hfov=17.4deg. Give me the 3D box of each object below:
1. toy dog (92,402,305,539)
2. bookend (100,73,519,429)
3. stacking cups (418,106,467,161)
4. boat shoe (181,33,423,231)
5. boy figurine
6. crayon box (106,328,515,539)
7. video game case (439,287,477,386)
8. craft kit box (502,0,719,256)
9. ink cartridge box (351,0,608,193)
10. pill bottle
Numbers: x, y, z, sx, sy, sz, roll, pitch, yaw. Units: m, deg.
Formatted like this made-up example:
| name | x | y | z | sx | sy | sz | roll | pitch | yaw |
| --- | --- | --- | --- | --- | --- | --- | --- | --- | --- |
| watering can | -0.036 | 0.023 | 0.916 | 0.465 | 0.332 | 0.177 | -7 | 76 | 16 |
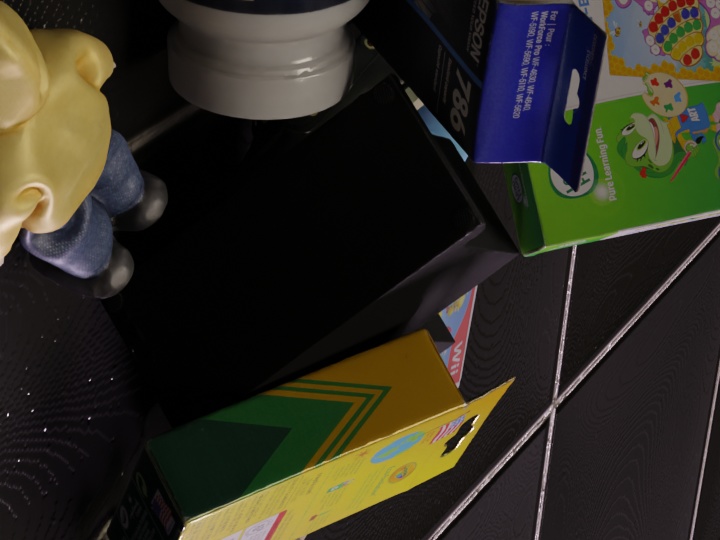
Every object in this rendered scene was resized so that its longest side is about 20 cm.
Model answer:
| name | x | y | z | sx | sy | sz | roll | pitch | yaw |
| --- | --- | --- | --- | --- | --- | --- | --- | --- | --- |
| toy dog | -0.064 | 0.152 | 1.355 | 0.132 | 0.096 | 0.200 | -69 | 157 | -10 |
| bookend | 0.000 | 0.000 | 1.262 | 0.200 | 0.092 | 0.199 | -36 | 164 | 19 |
| stacking cups | 0.052 | -0.085 | 1.502 | 0.200 | 0.060 | 0.061 | -58 | 153 | -32 |
| boat shoe | -0.033 | -0.076 | 1.318 | 0.201 | 0.063 | 0.074 | -42 | 180 | -31 |
| boy figurine | -0.150 | -0.055 | 1.051 | 0.125 | 0.064 | 0.200 | -66 | 156 | -16 |
| crayon box | -0.027 | 0.098 | 1.234 | 0.199 | 0.051 | 0.127 | -21 | 160 | -25 |
| video game case | 0.032 | 0.039 | 1.601 | 0.200 | 0.017 | 0.144 | -27 | 129 | -61 |
| craft kit box | 0.159 | -0.124 | 1.238 | 0.049 | 0.197 | 0.201 | 157 | -79 | -78 |
| ink cartridge box | 0.046 | -0.128 | 1.157 | 0.039 | 0.200 | 0.100 | -18 | 136 | -25 |
| pill bottle | -0.046 | -0.181 | 1.135 | 0.116 | 0.115 | 0.201 | -44 | 145 | -49 |
